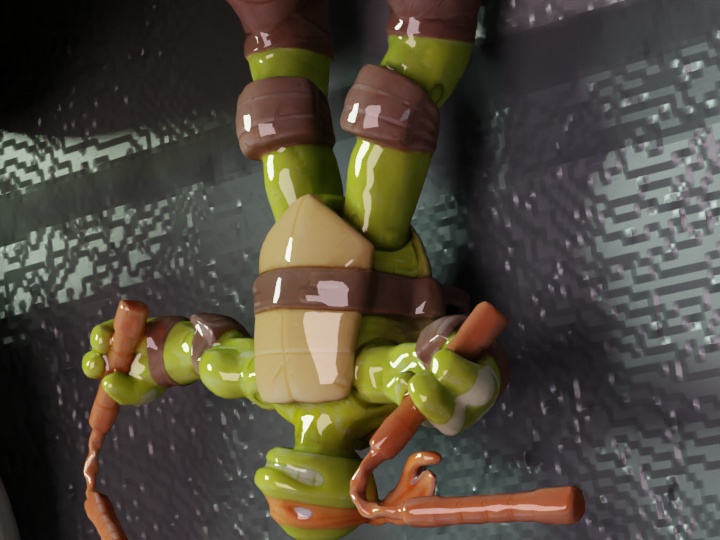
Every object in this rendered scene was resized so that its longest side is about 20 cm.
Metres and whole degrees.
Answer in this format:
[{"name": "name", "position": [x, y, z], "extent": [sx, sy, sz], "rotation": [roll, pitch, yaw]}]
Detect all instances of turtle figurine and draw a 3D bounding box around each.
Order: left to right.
[{"name": "turtle figurine", "position": [0.000, 0.000, 0.720], "extent": [0.200, 0.064, 0.162], "rotation": [-2, 82, 54]}]

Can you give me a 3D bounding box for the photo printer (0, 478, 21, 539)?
[{"name": "photo printer", "position": [-0.201, 0.056, 0.886], "extent": [0.200, 0.069, 0.167], "rotation": [-26, 100, 43]}]
